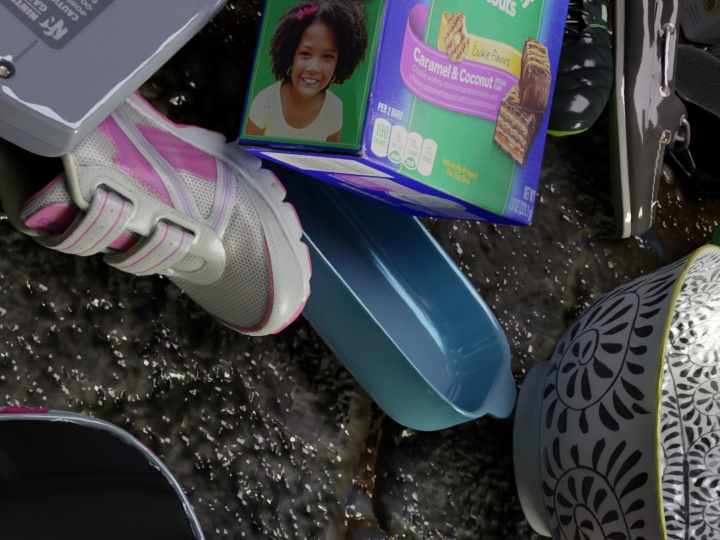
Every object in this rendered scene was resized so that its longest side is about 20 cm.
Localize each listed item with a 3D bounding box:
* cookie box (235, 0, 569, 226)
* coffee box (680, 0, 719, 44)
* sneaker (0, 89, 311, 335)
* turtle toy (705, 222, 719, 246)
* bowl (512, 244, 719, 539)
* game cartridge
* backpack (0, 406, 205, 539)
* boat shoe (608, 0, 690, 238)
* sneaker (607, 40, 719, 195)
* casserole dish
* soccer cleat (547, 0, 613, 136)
[{"bbox_3d":[0.031,-0.135,1.087,0.171,0.075,0.200,18,80,-58],"label":"cookie box"},{"bbox_3d":[0.296,-0.219,1.437,0.114,0.200,0.080,1,64,-42],"label":"coffee box"},{"bbox_3d":[-0.112,-0.034,1.041,0.200,0.081,0.088,41,48,-6],"label":"sneaker"},{"bbox_3d":[0.273,-0.005,1.326,0.200,0.146,0.101,-1,24,-29],"label":"turtle toy"},{"bbox_3d":[0.134,0.089,1.146,0.201,0.094,0.201,-3,90,-67],"label":"bowl"},{"bbox_3d":[-0.170,-0.146,0.996,0.200,0.040,0.133,43,54,1],"label":"game cartridge"},{"bbox_3d":[-0.150,0.140,0.831,0.200,0.151,0.178,-3,69,-36],"label":"backpack"},{"bbox_3d":[0.170,-0.119,1.315,0.057,0.067,0.200,-1,81,2],"label":"boat shoe"},{"bbox_3d":[0.236,-0.068,1.393,0.200,0.060,0.104,48,41,0],"label":"sneaker"},{"bbox_3d":[0.000,0.000,1.125,0.200,0.039,0.121,50,25,-7],"label":"casserole dish"},{"bbox_3d":[0.109,-0.158,1.299,0.067,0.081,0.200,3,45,1],"label":"soccer cleat"}]
